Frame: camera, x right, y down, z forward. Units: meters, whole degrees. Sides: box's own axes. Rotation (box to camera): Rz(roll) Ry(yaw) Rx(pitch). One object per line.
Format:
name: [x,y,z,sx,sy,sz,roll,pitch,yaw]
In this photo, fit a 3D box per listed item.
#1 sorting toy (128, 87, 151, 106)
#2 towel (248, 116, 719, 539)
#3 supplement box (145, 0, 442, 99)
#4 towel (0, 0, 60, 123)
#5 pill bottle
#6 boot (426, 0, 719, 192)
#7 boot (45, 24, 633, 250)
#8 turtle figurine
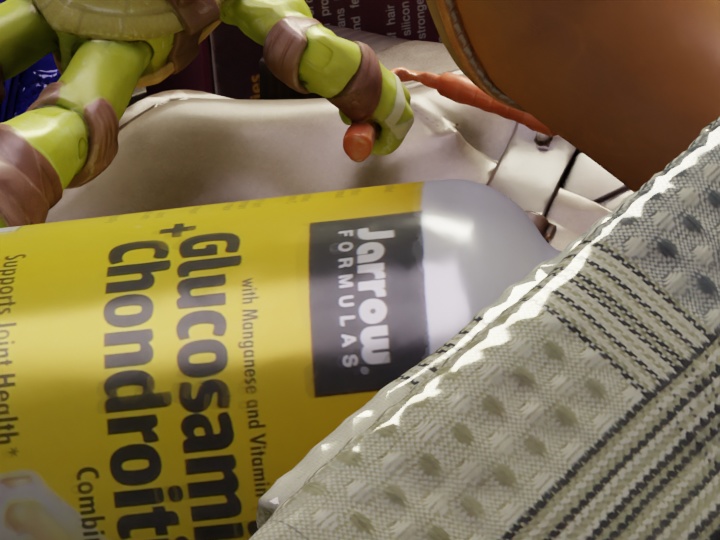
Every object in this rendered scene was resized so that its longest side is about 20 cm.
sorting toy: [-0.053,-0.133,0.991,0.199,0.070,0.200,-20,30,-20]
towel: [0.090,0.073,0.506,0.193,0.035,0.200,45,46,7]
supplement box: [0.030,-0.109,0.863,0.200,0.110,0.086,-13,27,-17]
towel: [-0.143,-0.093,0.821,0.148,0.200,0.050,8,-5,28]
pill bottle: [-0.013,0.038,0.609,0.200,0.112,0.112,-7,28,5]
boot: [0.108,-0.030,0.623,0.074,0.200,0.155,-50,39,-6]
boot: [0.000,0.000,0.736,0.146,0.070,0.200,28,57,31]
turtle figurine: [-0.058,-0.062,0.703,0.200,0.064,0.161,34,57,15]
